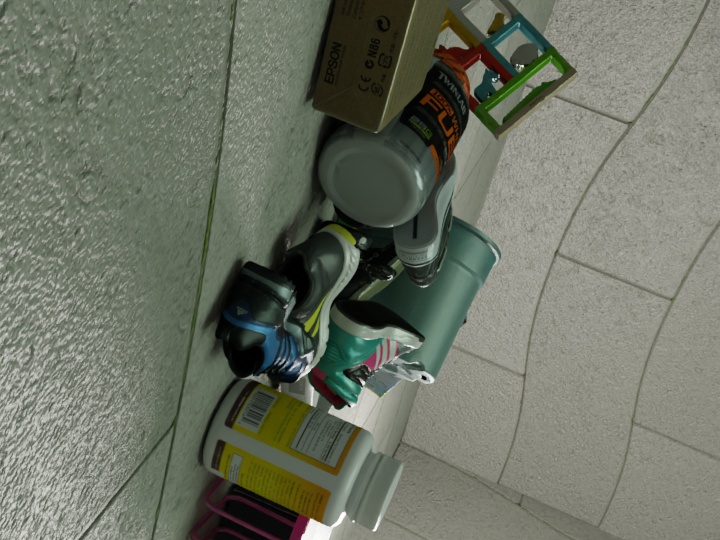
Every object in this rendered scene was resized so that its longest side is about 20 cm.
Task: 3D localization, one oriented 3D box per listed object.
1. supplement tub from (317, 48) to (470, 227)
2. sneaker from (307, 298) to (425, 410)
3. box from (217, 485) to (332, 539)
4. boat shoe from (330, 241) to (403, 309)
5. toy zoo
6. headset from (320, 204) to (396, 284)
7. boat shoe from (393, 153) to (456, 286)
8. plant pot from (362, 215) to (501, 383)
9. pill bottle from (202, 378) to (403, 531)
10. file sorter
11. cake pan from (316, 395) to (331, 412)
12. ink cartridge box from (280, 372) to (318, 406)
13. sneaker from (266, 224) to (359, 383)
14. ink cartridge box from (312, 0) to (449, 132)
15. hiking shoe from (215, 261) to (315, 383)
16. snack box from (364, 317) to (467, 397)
[{"bbox_3d":[0.044,-0.151,1.153,0.123,0.122,0.200,102,13,-48],"label":"supplement tub"},{"bbox_3d":[-0.002,0.105,1.256,0.121,0.084,0.200,-56,153,10],"label":"sneaker"},{"bbox_3d":[-0.114,0.361,1.434,0.198,0.123,0.201,-42,151,-72],"label":"box"},{"bbox_3d":[-0.001,0.001,1.304,0.199,0.066,0.075,-43,168,-20],"label":"boat shoe"},{"bbox_3d":[0.156,-0.274,1.325,0.131,0.200,0.020,-39,166,-8],"label":"toy zoo"},{"bbox_3d":[0.003,-0.049,1.222,0.200,0.093,0.124,-79,-168,-66],"label":"headset"},{"bbox_3d":[0.068,-0.064,1.199,0.201,0.072,0.071,-74,163,-45],"label":"boat shoe"},{"bbox_3d":[0.065,0.036,1.437,0.200,0.199,0.197,79,32,-74],"label":"plant pot"},{"bbox_3d":[-0.059,0.201,1.134,0.109,0.199,0.110,23,90,-81],"label":"pill bottle"},{"bbox_3d":[-0.126,0.313,1.249,0.139,0.125,0.201,-42,153,-72],"label":"file sorter"},{"bbox_3d":[-0.053,0.156,1.579,0.200,0.037,0.201,23,90,-81],"label":"cake pan"},{"bbox_3d":[-0.060,0.079,1.382,0.161,0.050,0.201,97,5,-58],"label":"ink cartridge box"},{"bbox_3d":[-0.074,0.039,1.134,0.084,0.074,0.201,-15,134,-50],"label":"sneaker"},{"bbox_3d":[0.033,-0.251,0.996,0.165,0.075,0.201,-54,162,-61],"label":"ink cartridge box"},{"bbox_3d":[-0.101,0.069,1.035,0.087,0.074,0.200,-56,157,-21],"label":"hiking shoe"},{"bbox_3d":[0.075,0.073,1.643,0.200,0.068,0.169,-46,-160,27],"label":"snack box"}]
